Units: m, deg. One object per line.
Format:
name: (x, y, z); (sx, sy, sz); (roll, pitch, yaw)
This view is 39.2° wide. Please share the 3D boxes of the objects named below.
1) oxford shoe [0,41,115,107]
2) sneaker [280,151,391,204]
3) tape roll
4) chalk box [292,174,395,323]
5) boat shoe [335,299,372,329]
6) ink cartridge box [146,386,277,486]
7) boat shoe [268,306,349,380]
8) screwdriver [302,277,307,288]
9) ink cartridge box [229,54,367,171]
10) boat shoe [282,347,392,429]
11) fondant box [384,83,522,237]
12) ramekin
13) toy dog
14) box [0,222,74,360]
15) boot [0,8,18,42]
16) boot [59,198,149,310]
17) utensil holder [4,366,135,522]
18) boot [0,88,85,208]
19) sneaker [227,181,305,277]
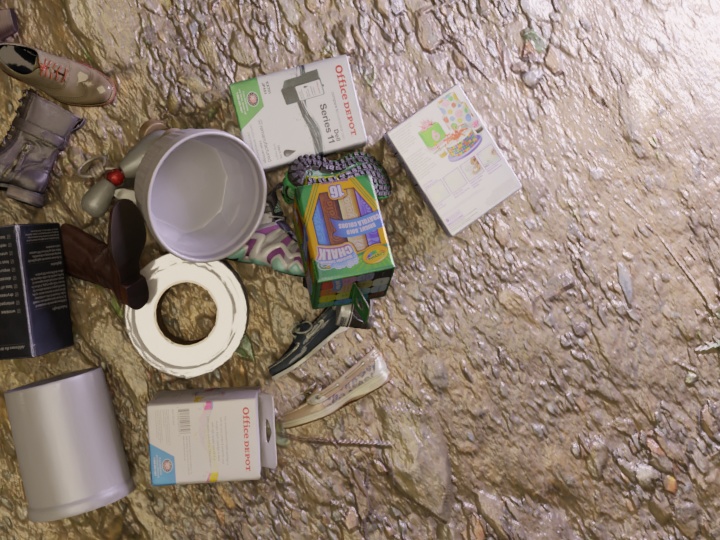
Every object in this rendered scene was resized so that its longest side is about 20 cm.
oxford shoe: (-0.489, -0.309, 1.608); (0.196, 0.075, 0.072); (16, 91, -4)
sneaker: (-0.039, -0.141, 1.629); (0.197, 0.085, 0.079); (2, 65, -29)
tape roll: (-0.279, 0.068, 1.641); (0.198, 0.071, 0.207); (0, 93, -4)
chalk box: (-0.025, -0.021, 1.528); (0.121, 0.125, 0.204); (-9, 69, -11)
boat shoe: (0.000, 0.000, 1.631); (0.062, 0.071, 0.204); (10, 66, -10)
ink cartridge box: (-0.233, 0.262, 1.624); (0.196, 0.125, 0.131); (-2, 93, -3)
boat shoe: (-0.077, 0.100, 1.650); (0.199, 0.075, 0.062); (-39, 96, -2)
screwdriver: (-0.073, -0.071, 1.670); (0.027, 0.029, 0.204); (7, 89, -3)
ink cartridge box: (-0.098, -0.250, 1.628); (0.196, 0.083, 0.149); (-15, 94, -3)
boat shoe: (-0.045, 0.197, 1.664); (0.197, 0.073, 0.064); (-26, 88, -12)
fondant box: (0.151, -0.178, 1.658); (0.143, 0.058, 0.202); (-33, 95, -1)
ramekin: (-0.252, -0.122, 1.554); (0.197, 0.105, 0.204); (-11, 111, -30)
toy dog: (-0.347, -0.151, 1.617); (0.198, 0.133, 0.097); (-32, 131, 4)
box: (-0.569, 0.035, 1.572); (0.196, 0.124, 0.201); (-5, 92, 16)
boot: (-0.628, -0.441, 1.598); (0.143, 0.070, 0.204); (-9, 93, 0)
boot: (-0.412, -0.048, 1.568); (0.064, 0.198, 0.190); (-24, 127, -41)
utensil holder: (-0.460, 0.269, 1.595); (0.167, 0.170, 0.204); (-13, 91, -2)
boot: (-0.559, -0.208, 1.622); (0.197, 0.069, 0.177); (20, 86, -8)
sneaker: (-0.129, -0.071, 1.630); (0.196, 0.078, 0.143); (13, 88, 7)
